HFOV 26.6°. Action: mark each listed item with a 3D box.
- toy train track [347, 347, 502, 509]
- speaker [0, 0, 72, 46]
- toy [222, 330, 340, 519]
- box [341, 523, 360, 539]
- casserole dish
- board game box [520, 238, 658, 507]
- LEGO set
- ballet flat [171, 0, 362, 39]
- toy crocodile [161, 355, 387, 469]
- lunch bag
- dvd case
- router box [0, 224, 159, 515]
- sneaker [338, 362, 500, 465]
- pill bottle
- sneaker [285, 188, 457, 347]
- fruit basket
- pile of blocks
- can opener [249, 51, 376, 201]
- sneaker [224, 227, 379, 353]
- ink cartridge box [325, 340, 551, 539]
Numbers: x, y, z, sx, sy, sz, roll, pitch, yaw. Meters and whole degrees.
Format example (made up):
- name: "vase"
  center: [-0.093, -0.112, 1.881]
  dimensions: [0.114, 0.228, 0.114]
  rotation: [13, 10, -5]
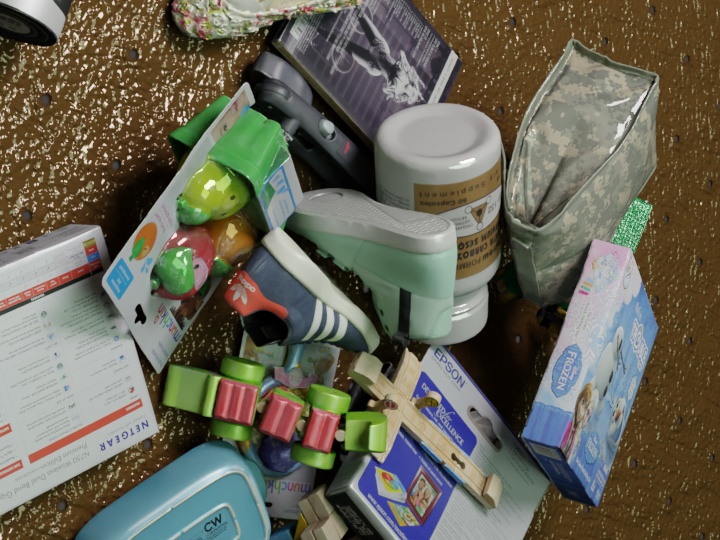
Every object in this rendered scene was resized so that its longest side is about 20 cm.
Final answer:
- name: "toy train track"
  center: [0.067, 0.142, 1.357]
  dimensions: [0.200, 0.032, 0.115]
  rotation: [45, 47, -23]
- name: "speaker"
  center: [-0.238, -0.282, 1.172]
  dimensions: [0.081, 0.081, 0.203]
  rotation: [27, 74, -38]
- name: "toy"
  center: [-0.062, 0.123, 1.368]
  dimensions: [0.114, 0.047, 0.203]
  rotation: [13, 83, -39]
- name: "box"
  center: [0.004, 0.294, 1.444]
  dimensions: [0.198, 0.034, 0.112]
  rotation: [-18, 104, -39]
- name: "casserole dish"
  center: [-0.152, 0.231, 1.284]
  dimensions: [0.199, 0.039, 0.122]
  rotation: [-33, 118, -28]
- name: "board game box"
  center: [0.225, 0.103, 1.455]
  dimensions: [0.201, 0.043, 0.200]
  rotation: [-69, 155, -16]
- name: "LEGO set"
  center: [0.206, -0.018, 1.582]
  dimensions: [0.152, 0.116, 0.203]
  rotation: [19, 74, -10]
- name: "ballet flat"
  center: [-0.070, -0.252, 1.314]
  dimensions: [0.198, 0.064, 0.076]
  rotation: [-21, 80, -31]
- name: "toy crocodile"
  center: [-0.072, 0.121, 1.294]
  dimensions: [0.197, 0.062, 0.068]
  rotation: [17, 92, 1]
- name: "lunch bag"
  center: [0.193, -0.081, 1.433]
  dimensions: [0.201, 0.117, 0.164]
  rotation: [-58, 158, -18]
- name: "dvd case"
  center: [0.011, -0.204, 1.428]
  dimensions: [0.200, 0.016, 0.150]
  rotation: [44, 58, -33]
- name: "router box"
  center: [-0.269, 0.082, 1.182]
  dimensions: [0.199, 0.049, 0.182]
  rotation: [-25, 109, -38]
- name: "sneaker"
  center: [0.062, 0.139, 1.459]
  dimensions: [0.199, 0.075, 0.117]
  rotation: [-16, 105, -37]
- name: "pill bottle"
  center: [0.072, -0.038, 1.384]
  dimensions: [0.114, 0.114, 0.202]
  rotation: [-32, 134, -35]
- name: "sneaker"
  center: [0.000, 0.000, 1.330]
  dimensions: [0.073, 0.199, 0.120]
  rotation: [-24, 121, -40]
- name: "fruit basket"
  center: [-0.126, -0.028, 1.240]
  dimensions: [0.202, 0.093, 0.186]
  rotation: [-62, 162, -21]
- name: "pile of blocks"
  center: [-0.065, 0.287, 1.331]
  dimensions: [0.062, 0.081, 0.203]
  rotation: [-38, 138, -69]
- name: "can opener"
  center: [-0.031, -0.112, 1.373]
  dimensions: [0.200, 0.063, 0.079]
  rotation: [43, 65, -34]
- name: "sneaker"
  center: [-0.053, 0.038, 1.305]
  dimensions: [0.085, 0.075, 0.200]
  rotation: [-45, 144, 0]
- name: "ink cartridge box"
  center: [0.075, 0.200, 1.398]
  dimensions: [0.198, 0.047, 0.201]
  rotation: [51, 43, -18]
